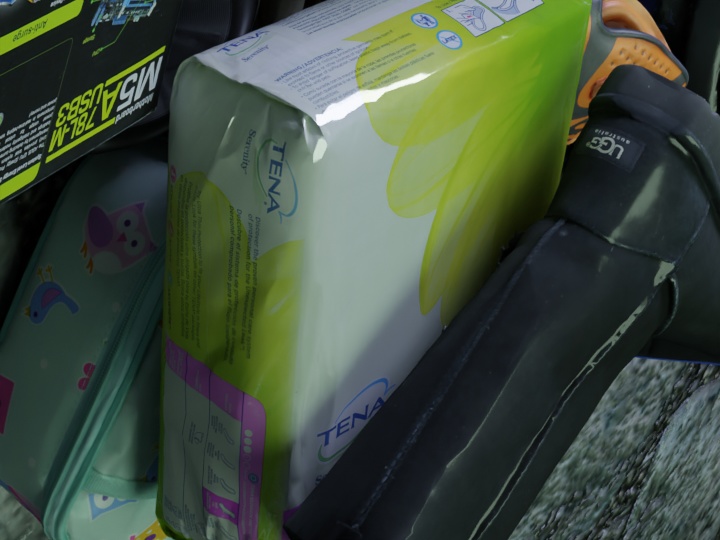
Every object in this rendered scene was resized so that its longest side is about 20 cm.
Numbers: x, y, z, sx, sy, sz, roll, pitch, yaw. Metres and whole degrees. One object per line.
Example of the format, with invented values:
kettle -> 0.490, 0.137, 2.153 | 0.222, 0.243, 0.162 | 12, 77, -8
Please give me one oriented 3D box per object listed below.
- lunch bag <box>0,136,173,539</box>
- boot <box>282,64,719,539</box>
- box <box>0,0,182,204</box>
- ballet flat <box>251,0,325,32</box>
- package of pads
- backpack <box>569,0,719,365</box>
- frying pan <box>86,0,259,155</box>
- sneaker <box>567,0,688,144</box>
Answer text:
lunch bag -> -0.052, 0.034, 0.814 | 0.199, 0.077, 0.161 | 4, 115, -55
boot -> 0.068, 0.052, 0.727 | 0.201, 0.065, 0.165 | -57, 142, -15
box -> -0.091, -0.105, 0.525 | 0.200, 0.047, 0.194 | -44, 157, -59
ballet flat -> -0.017, -0.125, 0.716 | 0.069, 0.071, 0.201 | -25, 138, -44
package of pads -> 0.000, 0.000, 0.716 | 0.154, 0.068, 0.201 | -29, 136, -42
backpack -> 0.171, -0.077, 0.942 | 0.161, 0.168, 0.201 | 2, 122, -8
frying pan -> -0.066, -0.118, 0.663 | 0.114, 0.031, 0.191 | 10, 115, -35
sneaker -> 0.079, -0.058, 0.861 | 0.111, 0.078, 0.200 | -26, 161, -8
